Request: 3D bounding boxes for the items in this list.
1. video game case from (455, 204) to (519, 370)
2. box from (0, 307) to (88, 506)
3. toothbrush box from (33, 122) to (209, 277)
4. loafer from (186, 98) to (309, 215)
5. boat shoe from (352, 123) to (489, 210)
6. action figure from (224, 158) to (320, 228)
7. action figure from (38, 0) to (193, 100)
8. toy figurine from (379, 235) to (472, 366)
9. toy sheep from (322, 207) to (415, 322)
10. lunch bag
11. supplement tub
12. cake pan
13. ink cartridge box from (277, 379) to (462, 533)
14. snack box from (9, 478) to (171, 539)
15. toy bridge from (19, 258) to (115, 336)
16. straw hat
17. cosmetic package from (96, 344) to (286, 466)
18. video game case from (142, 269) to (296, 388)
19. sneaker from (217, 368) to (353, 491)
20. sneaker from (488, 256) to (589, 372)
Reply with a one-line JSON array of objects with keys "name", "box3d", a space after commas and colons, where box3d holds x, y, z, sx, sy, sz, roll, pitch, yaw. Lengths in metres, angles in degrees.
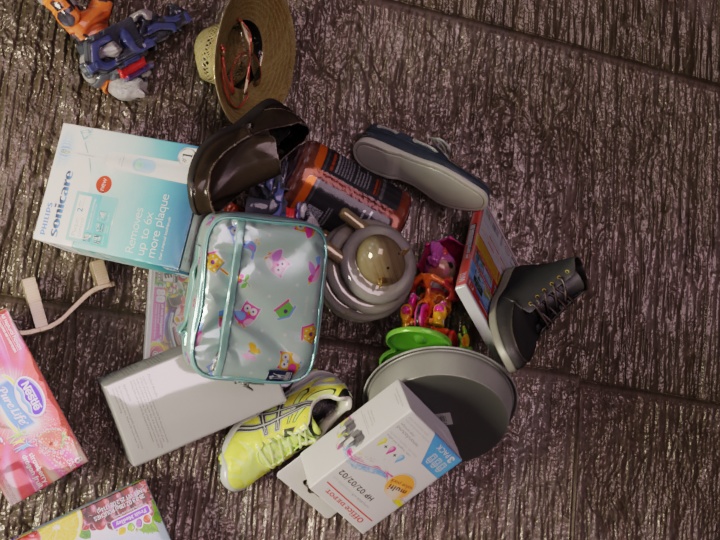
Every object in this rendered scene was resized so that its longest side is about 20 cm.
[{"name": "video game case", "box3d": [0.174, 0.016, 1.508, 0.144, 0.017, 0.201, 59, 28, -27]}, {"name": "box", "box3d": [-0.404, 0.153, 1.306, 0.102, 0.095, 0.201, -28, 98, -21]}, {"name": "toothbrush box", "box3d": [-0.269, -0.082, 1.361, 0.198, 0.085, 0.148, 12, 83, 19]}, {"name": "loafer", "box3d": [-0.126, -0.132, 1.310, 0.071, 0.073, 0.200, 16, 48, 26]}, {"name": "boat shoe", "box3d": [0.088, -0.142, 1.544, 0.199, 0.075, 0.062, 22, 53, 17]}, {"name": "action figure", "box3d": [-0.139, -0.082, 1.423, 0.192, 0.105, 0.202, 14, 77, 3]}, {"name": "action figure", "box3d": [-0.316, -0.307, 1.451, 0.200, 0.104, 0.195, -32, 99, -48]}, {"name": "toy figurine", "box3d": [0.099, 0.037, 1.493, 0.149, 0.200, 0.186, -3, 62, 21]}, {"name": "toy sheep", "box3d": [0.000, 0.000, 1.415, 0.137, 0.200, 0.139, 3, 78, -14]}, {"name": "lunch bag", "box3d": [-0.125, 0.035, 1.314, 0.159, 0.077, 0.202, 6, 94, -24]}, {"name": "supplement tub", "box3d": [-0.040, -0.099, 1.491, 0.199, 0.107, 0.108, 29, 72, -12]}, {"name": "cake pan", "box3d": [0.101, 0.177, 1.446, 0.199, 0.201, 0.037, 21, 40, -15]}, {"name": "ink cartridge box", "box3d": [0.009, 0.241, 1.399, 0.200, 0.068, 0.115, -38, 122, 10]}, {"name": "snack box", "box3d": [-0.312, 0.361, 1.328, 0.199, 0.068, 0.170, -22, 87, -21]}, {"name": "toy bridge", "box3d": [-0.393, 0.042, 1.382, 0.198, 0.027, 0.068, -16, 88, -22]}, {"name": "straw hat", "box3d": [-0.169, -0.283, 1.488, 0.084, 0.201, 0.203, 7, 73, 26]}, {"name": "cosmetic package", "box3d": [-0.204, 0.145, 1.382, 0.199, 0.085, 0.109, -21, 98, -18]}, {"name": "video game case", "box3d": [-0.174, 0.072, 1.459, 0.198, 0.018, 0.145, 6, 77, -19]}, {"name": "sneaker", "box3d": [-0.094, 0.198, 1.423, 0.200, 0.076, 0.076, -43, 118, -19]}, {"name": "sneaker", "box3d": [0.229, 0.045, 1.454, 0.075, 0.106, 0.201, 59, 28, -25]}]
